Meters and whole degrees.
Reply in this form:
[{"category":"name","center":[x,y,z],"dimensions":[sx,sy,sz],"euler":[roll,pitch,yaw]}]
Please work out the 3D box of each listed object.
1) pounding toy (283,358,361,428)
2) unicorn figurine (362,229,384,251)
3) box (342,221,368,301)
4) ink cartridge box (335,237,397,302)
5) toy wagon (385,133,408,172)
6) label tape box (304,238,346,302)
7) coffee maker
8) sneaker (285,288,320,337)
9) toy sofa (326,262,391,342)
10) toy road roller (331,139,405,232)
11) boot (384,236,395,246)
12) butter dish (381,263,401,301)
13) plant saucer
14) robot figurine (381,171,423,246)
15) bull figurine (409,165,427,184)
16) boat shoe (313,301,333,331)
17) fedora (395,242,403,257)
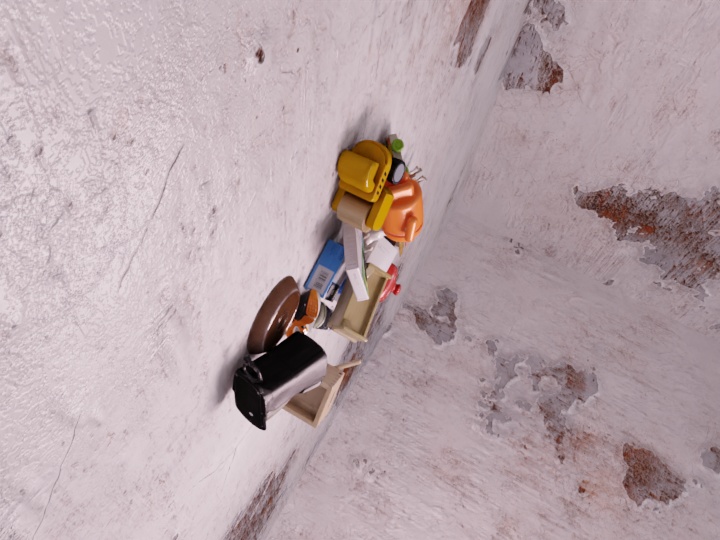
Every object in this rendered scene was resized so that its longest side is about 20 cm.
[{"category":"pounding toy","center":[-0.130,0.334,1.834],"dimensions":[0.202,0.183,0.142],"euler":[-68,168,24]},{"category":"unicorn figurine","center":[0.046,-0.127,1.670],"dimensions":[0.074,0.136,0.203],"euler":[20,61,-70]},{"category":"box","center":[-0.013,-0.046,1.524],"dimensions":[0.145,0.036,0.202],"euler":[71,13,-55]},{"category":"ink cartridge box","center":[0.000,0.000,1.751],"dimensions":[0.144,0.084,0.201],"euler":[3,-120,57]},{"category":"toy wagon","center":[0.103,-0.256,1.616],"dimensions":[0.155,0.039,0.203],"euler":[76,4,-86]},{"category":"label tape box","center":[-0.073,0.007,1.642],"dimensions":[0.145,0.066,0.200],"euler":[-63,168,-3]},{"category":"coffee maker","center":[-0.172,0.231,1.367],"dimensions":[0.199,0.135,0.193],"euler":[-33,164,-40]},{"category":"sneaker","center":[-0.140,0.101,1.566],"dimensions":[0.201,0.075,0.092],"euler":[116,0,-46]},{"category":"toy sofa","center":[-0.003,0.083,1.613],"dimensions":[0.097,0.082,0.202],"euler":[-7,-123,58]},{"category":"toy road roller","center":[0.001,-0.196,1.383],"dimensions":[0.146,0.122,0.202],"euler":[-1,116,-63]},{"category":"boot","center":[0.042,-0.039,1.920],"dimensions":[0.201,0.074,0.097],"euler":[-53,178,-15]},{"category":"butter dish","center":[0.075,0.039,2.143],"dimensions":[0.202,0.147,0.199],"euler":[-63,-176,-2]},{"category":"plant saucer","center":[-0.192,0.110,1.406],"dimensions":[0.202,0.034,0.201],"euler":[-60,170,-18]},{"category":"robot figurine","center":[0.100,-0.151,1.522],"dimensions":[0.117,0.143,0.201],"euler":[-49,151,-25]},{"category":"bull figurine","center":[0.151,-0.282,1.976],"dimensions":[0.121,0.066,0.200],"euler":[-32,-176,13]},{"category":"boat shoe","center":[-0.101,0.129,1.688],"dimensions":[0.200,0.061,0.076],"euler":[124,-26,-76]},{"category":"fedora","center":[0.109,-0.141,2.046],"dimensions":[0.201,0.081,0.204],"euler":[4,90,-88]}]
